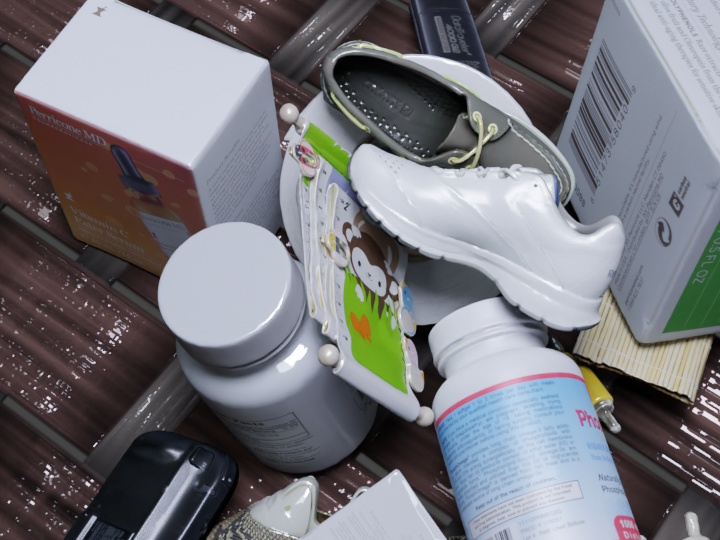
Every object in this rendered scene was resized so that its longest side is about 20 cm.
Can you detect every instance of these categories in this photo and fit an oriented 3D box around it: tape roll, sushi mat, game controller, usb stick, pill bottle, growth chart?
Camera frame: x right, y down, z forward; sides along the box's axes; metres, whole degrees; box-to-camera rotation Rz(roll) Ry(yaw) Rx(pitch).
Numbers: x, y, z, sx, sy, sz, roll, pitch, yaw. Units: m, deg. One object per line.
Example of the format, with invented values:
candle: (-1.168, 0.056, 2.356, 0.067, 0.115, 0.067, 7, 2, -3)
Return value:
tape roll: (0.040, -0.063, 0.956, 0.202, 0.071, 0.203, 1, 98, 4)
sushi mat: (0.236, 0.011, 0.978, 0.095, 0.012, 0.200, 20, 51, 12)
game controller: (-0.167, 0.201, 0.879, 0.104, 0.042, 0.200, 6, 54, 44)
usb stick: (0.076, -0.189, 1.066, 0.055, 0.033, 0.200, 0, 35, -5)
pill bottle: (-0.063, 0.054, 0.867, 0.114, 0.200, 0.115, -7, 60, 12)
pill bottle: (0.111, 0.124, 0.847, 0.108, 0.109, 0.201, -13, 65, -6)
growth chart: (0.000, 0.000, 0.845, 0.018, 0.145, 0.201, -22, 62, 27)

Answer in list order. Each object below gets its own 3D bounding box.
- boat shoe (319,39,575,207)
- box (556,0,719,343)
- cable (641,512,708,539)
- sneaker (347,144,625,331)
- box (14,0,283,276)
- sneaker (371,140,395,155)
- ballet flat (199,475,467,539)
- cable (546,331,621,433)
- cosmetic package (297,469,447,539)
boat shoe: (0.060, -0.096, 0.884, 0.201, 0.060, 0.072, 30, 99, 0)
box: (0.269, -0.087, 0.924, 0.171, 0.199, 0.200, -8, 53, -15)
cable: (0.233, 0.263, 0.827, 0.097, 0.050, 0.201, -14, 61, 0)
sneaker: (0.086, -0.040, 0.847, 0.200, 0.075, 0.087, 28, 109, 6)
box: (-0.150, -0.087, 0.959, 0.152, 0.200, 0.107, 24, 64, 15)
sneaker: (0.049, -0.090, 1.039, 0.199, 0.074, 0.080, -6, 89, -8)
ballet flat: (-0.013, 0.182, 0.873, 0.199, 0.068, 0.076, 12, 105, 7)
cable: (0.130, 0.056, 0.975, 0.097, 0.050, 0.200, -19, 48, 10)
cosmetic package: (0.044, 0.233, 0.788, 0.082, 0.051, 0.200, -31, 79, -24)
